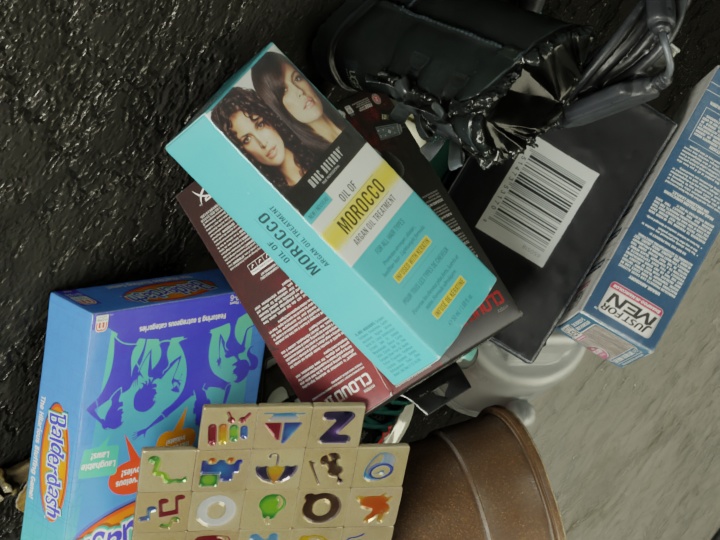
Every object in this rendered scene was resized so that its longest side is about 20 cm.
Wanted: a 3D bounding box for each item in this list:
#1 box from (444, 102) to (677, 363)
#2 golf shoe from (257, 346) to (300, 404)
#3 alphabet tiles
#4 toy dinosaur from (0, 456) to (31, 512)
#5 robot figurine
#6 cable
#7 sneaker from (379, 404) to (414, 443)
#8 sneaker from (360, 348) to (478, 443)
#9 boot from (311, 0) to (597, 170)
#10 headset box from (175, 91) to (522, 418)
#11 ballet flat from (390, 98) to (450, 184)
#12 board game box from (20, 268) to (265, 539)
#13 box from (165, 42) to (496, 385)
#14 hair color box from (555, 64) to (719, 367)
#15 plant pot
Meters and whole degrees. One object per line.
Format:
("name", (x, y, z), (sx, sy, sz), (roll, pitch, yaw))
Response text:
("box", (0.120, -0.050, 1.656), (0.197, 0.117, 0.200), (-58, -179, 2))
("golf shoe", (-0.040, 0.038, 1.589), (0.078, 0.094, 0.200), (-27, 145, -47))
("alphabet tiles", (-0.059, 0.159, 1.428), (0.166, 0.006, 0.200), (0, 127, -14))
("toy dinosaur", (-0.179, 0.130, 1.517), (0.101, 0.058, 0.200), (-42, 153, 11))
("robot figurine", (0.113, 0.054, 1.863), (0.200, 0.113, 0.170), (133, -41, -67))
("cable", (0.131, -0.167, 1.472), (0.051, 0.200, 0.164), (17, 66, -37))
("sneaker", (-0.027, 0.161, 1.823), (0.085, 0.077, 0.200), (29, 80, -66))
("sneaker", (0.011, 0.085, 1.628), (0.077, 0.200, 0.091), (15, 71, -35))
("boot", (0.079, -0.158, 1.430), (0.198, 0.162, 0.073), (-46, 134, -16))
("headset box", (0.000, 0.000, 1.456), (0.149, 0.200, 0.077), (-27, 174, -47))
("ballet flat", (0.047, -0.120, 1.588), (0.070, 0.067, 0.200), (23, 103, -43))
("board game box", (-0.135, 0.105, 1.444), (0.152, 0.045, 0.201), (-10, 115, -46))
("box", (-0.015, -0.034, 1.370), (0.049, 0.200, 0.082), (-35, -167, 48))
("hair color box", (0.215, -0.036, 1.600), (0.200, 0.060, 0.100), (-59, 180, -10))
("plant pot", (0.021, 0.210, 1.591), (0.198, 0.201, 0.200), (-11, 143, -14))
